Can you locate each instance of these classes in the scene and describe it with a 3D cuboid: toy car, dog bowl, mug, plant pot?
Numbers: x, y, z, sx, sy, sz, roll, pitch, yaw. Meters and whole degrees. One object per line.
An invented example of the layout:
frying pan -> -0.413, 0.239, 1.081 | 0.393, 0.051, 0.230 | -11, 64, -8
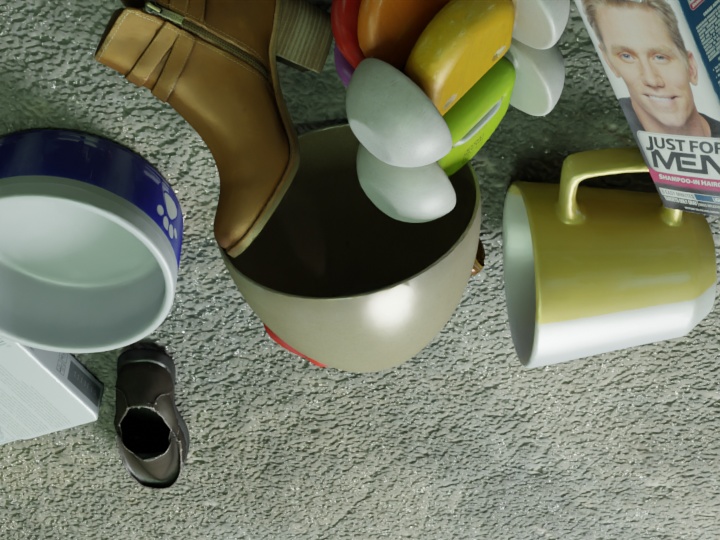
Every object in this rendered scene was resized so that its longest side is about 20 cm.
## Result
toy car -> 0.045, -0.147, 1.092 | 0.150, 0.175, 0.200 | 39, 165, 20
dog bowl -> -0.250, -0.021, 1.306 | 0.199, 0.079, 0.200 | 2, 139, 2
mug -> 0.202, -0.004, 1.236 | 0.153, 0.150, 0.187 | -3, 170, -4
plant pot -> 0.000, 0.000, 1.199 | 0.199, 0.201, 0.135 | -4, 132, 9

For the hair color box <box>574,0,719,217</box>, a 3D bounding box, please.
hair color box -> 0.228, -0.133, 1.083 | 0.100, 0.061, 0.200 | 13, 138, 53

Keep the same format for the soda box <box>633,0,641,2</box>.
soda box -> 0.098, -0.232, 0.982 | 0.199, 0.068, 0.064 | 19, 146, 27

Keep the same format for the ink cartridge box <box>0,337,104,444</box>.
ink cartridge box -> -0.370, 0.094, 1.476 | 0.173, 0.044, 0.200 | -16, 136, 23

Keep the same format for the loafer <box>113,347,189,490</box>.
loafer -> -0.211, 0.159, 1.517 | 0.073, 0.072, 0.200 | 1, 139, 3

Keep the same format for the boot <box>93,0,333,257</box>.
boot -> -0.114, -0.123, 1.106 | 0.155, 0.201, 0.077 | 19, 180, -22

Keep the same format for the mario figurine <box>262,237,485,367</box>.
mario figurine -> 0.001, 0.000, 1.334 | 0.200, 0.106, 0.124 | -29, 94, 19
